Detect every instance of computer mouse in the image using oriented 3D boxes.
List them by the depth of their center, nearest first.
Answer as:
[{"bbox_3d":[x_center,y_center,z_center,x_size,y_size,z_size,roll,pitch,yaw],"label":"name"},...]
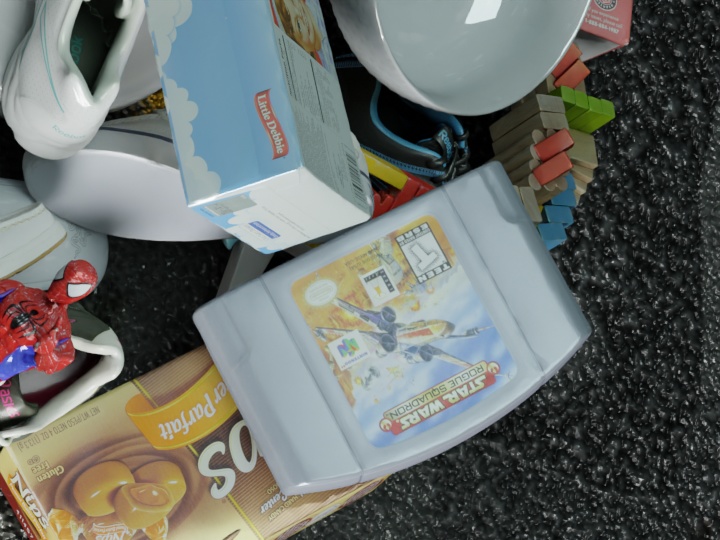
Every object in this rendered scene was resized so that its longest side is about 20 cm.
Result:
[{"bbox_3d":[-0.224,-0.021,1.194,0.199,0.044,0.111,-1,80,-32],"label":"computer mouse"}]

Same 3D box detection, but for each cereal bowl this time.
[{"bbox_3d":[0.051,-0.197,1.271,0.199,0.083,0.201,-18,117,-39],"label":"cereal bowl"}]

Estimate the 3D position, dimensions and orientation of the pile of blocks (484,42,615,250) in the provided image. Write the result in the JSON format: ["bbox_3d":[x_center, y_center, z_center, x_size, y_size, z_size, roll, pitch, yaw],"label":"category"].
[{"bbox_3d":[0.121,-0.070,1.322,0.082,0.062,0.201,35,49,-21],"label":"pile of blocks"}]

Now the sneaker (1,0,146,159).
[{"bbox_3d":[-0.138,-0.162,1.144,0.070,0.080,0.202,12,73,-28],"label":"sneaker"}]

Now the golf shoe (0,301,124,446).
[{"bbox_3d":[-0.220,0.068,1.142,0.199,0.088,0.078,-27,108,-24],"label":"golf shoe"}]

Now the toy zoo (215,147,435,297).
[{"bbox_3d":[0.000,0.000,1.305,0.199,0.020,0.132,28,99,-25],"label":"toy zoo"}]

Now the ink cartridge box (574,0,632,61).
[{"bbox_3d":[0.124,-0.252,1.446,0.116,0.067,0.201,15,74,-29],"label":"ink cartridge box"}]

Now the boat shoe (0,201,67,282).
[{"bbox_3d":[-0.250,-0.007,1.118,0.199,0.071,0.070,-22,96,-25],"label":"boat shoe"}]

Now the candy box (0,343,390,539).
[{"bbox_3d":[-0.091,0.111,1.216,0.199,0.055,0.116,-26,80,-26],"label":"candy box"}]

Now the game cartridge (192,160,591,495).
[{"bbox_3d":[0.023,0.038,1.209,0.199,0.042,0.134,-27,76,-12],"label":"game cartridge"}]

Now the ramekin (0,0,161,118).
[{"bbox_3d":[-0.184,-0.178,1.221,0.201,0.094,0.204,7,77,-31],"label":"ramekin"}]

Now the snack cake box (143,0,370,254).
[{"bbox_3d":[-0.062,-0.122,1.136,0.115,0.067,0.201,32,42,-68],"label":"snack cake box"}]

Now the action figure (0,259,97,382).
[{"bbox_3d":[-0.210,0.059,1.066,0.200,0.099,0.065,-42,79,-9],"label":"action figure"}]

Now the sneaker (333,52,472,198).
[{"bbox_3d":[0.041,-0.051,1.343,0.200,0.082,0.073,48,57,-17],"label":"sneaker"}]

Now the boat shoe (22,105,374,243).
[{"bbox_3d":[-0.091,-0.064,1.221,0.198,0.071,0.070,3,50,-12],"label":"boat shoe"}]

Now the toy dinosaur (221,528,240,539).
[{"bbox_3d":[-0.091,0.225,1.202,0.106,0.060,0.201,-42,138,-20],"label":"toy dinosaur"}]
